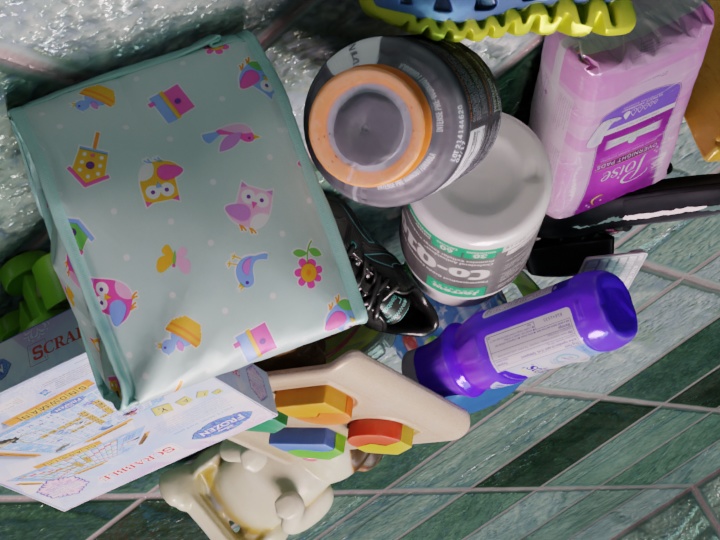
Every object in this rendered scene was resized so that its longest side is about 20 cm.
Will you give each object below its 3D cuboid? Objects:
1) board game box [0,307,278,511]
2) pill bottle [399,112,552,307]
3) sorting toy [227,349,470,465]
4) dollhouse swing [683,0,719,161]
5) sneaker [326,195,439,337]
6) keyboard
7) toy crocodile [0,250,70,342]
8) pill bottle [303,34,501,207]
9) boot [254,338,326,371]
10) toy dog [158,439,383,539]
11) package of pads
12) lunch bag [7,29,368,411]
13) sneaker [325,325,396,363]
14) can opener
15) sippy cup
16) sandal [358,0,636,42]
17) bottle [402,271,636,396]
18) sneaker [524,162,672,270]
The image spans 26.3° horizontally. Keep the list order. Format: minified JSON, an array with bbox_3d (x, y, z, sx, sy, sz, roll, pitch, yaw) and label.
[{"bbox_3d":[-0.193,0.098,1.110,0.200,0.041,0.200,-24,149,15],"label":"board game box"},{"bbox_3d":[0.088,-0.042,1.239,0.113,0.113,0.200,-26,164,-8],"label":"pill bottle"},{"bbox_3d":[-0.035,0.126,1.302,0.200,0.037,0.185,-15,150,34],"label":"sorting toy"},{"bbox_3d":[0.378,-0.183,1.241,0.175,0.182,0.200,17,133,-34],"label":"dollhouse swing"},{"bbox_3d":[0.000,0.000,1.247,0.075,0.079,0.200,-54,143,4],"label":"sneaker"},{"bbox_3d":[0.200,0.037,1.363,0.056,0.011,0.200,-12,152,-15],"label":"keyboard"},{"bbox_3d":[-0.225,0.041,1.120,0.062,0.068,0.200,-17,155,-26],"label":"toy crocodile"},{"bbox_3d":[0.026,-0.098,0.986,0.106,0.106,0.200,-35,179,16],"label":"pill bottle"},{"bbox_3d":[-0.059,0.043,1.241,0.075,0.074,0.200,10,159,-3],"label":"boot"},{"bbox_3d":[-0.066,0.197,1.558,0.200,0.140,0.194,-40,168,26],"label":"toy dog"},{"bbox_3d":[0.196,-0.134,1.210,0.120,0.076,0.200,-21,150,-16],"label":"package of pads"},{"bbox_3d":[-0.110,-0.034,0.951,0.170,0.201,0.122,-20,-178,-14],"label":"lunch bag"},{"bbox_3d":[-0.070,0.067,1.369,0.200,0.078,0.090,-31,143,2],"label":"sneaker"},{"bbox_3d":[0.231,-0.053,1.313,0.199,0.063,0.079,-14,116,6],"label":"can opener"},{"bbox_3d":[0.092,0.063,1.459,0.178,0.131,0.140,-32,157,9],"label":"sippy cup"},{"bbox_3d":[0.090,-0.196,1.001,0.199,0.079,0.087,-9,114,-25],"label":"sandal"},{"bbox_3d":[0.129,0.060,1.294,0.200,0.065,0.083,-22,167,29],"label":"bottle"},{"bbox_3d":[0.201,-0.057,1.387,0.077,0.084,0.200,-15,155,-45],"label":"sneaker"}]
